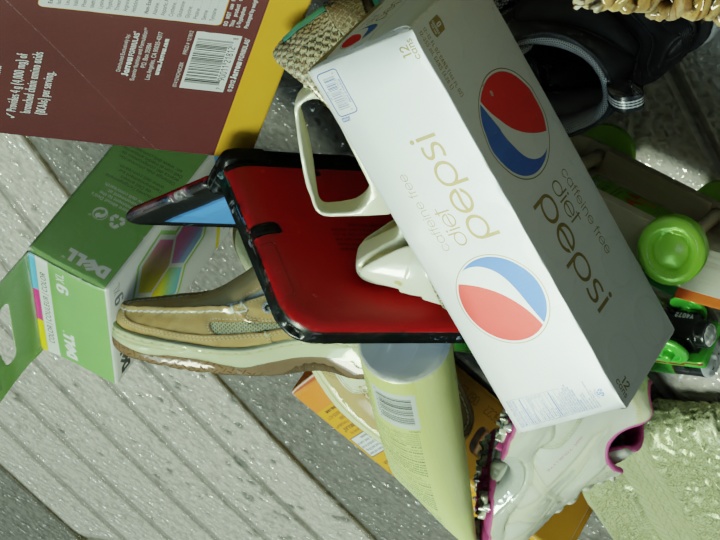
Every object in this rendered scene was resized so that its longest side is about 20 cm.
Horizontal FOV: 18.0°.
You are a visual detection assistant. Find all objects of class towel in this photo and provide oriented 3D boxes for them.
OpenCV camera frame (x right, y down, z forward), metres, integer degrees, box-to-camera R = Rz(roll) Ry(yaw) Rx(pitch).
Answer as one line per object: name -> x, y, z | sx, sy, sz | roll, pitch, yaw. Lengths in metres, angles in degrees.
towel -> 0.205, 0.151, 1.399 | 0.148, 0.037, 0.200 | 1, 135, 41

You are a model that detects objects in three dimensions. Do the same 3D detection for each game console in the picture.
game console -> 0.000, 0.000, 1.222 | 0.119, 0.199, 0.173 | -58, 44, 40

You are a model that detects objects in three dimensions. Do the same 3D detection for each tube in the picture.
tube -> 0.034, 0.091, 1.284 | 0.052, 0.058, 0.200 | -2, 146, 6

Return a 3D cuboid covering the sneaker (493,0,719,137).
sneaker -> 0.065, -0.124, 1.079 | 0.199, 0.114, 0.076 | 15, 137, 27

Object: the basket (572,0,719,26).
basket -> 0.168, -0.212, 0.920 | 0.142, 0.150, 0.200 | 3, 150, -12

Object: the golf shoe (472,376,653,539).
golf shoe -> 0.115, 0.115, 1.332 | 0.091, 0.076, 0.200 | 7, 145, -4

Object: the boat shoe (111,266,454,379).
boat shoe -> -0.044, 0.017, 1.310 | 0.198, 0.072, 0.077 | 1, 105, -2

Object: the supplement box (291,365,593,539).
supplement box -> 0.057, 0.110, 1.454 | 0.200, 0.067, 0.069 | 39, 148, -6

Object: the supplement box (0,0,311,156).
supplement box -> -0.133, -0.169, 1.112 | 0.198, 0.134, 0.198 | 5, 151, -13

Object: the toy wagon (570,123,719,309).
toy wagon -> 0.115, -0.043, 1.125 | 0.199, 0.155, 0.040 | 27, 105, 13

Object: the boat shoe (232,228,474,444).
boat shoe -> 0.001, 0.033, 1.374 | 0.200, 0.074, 0.066 | 48, 157, -7

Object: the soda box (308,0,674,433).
soda box -> 0.061, -0.030, 1.019 | 0.063, 0.068, 0.201 | -17, 111, 39

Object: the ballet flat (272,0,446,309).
ballet flat -> 0.015, -0.040, 1.107 | 0.201, 0.075, 0.068 | 60, -175, -27

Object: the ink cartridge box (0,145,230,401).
ink cartridge box -> -0.147, -0.004, 1.361 | 0.059, 0.200, 0.104 | 26, 148, 15

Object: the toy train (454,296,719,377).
toy train -> 0.122, 0.035, 1.319 | 0.199, 0.042, 0.056 | 7, 149, 37
